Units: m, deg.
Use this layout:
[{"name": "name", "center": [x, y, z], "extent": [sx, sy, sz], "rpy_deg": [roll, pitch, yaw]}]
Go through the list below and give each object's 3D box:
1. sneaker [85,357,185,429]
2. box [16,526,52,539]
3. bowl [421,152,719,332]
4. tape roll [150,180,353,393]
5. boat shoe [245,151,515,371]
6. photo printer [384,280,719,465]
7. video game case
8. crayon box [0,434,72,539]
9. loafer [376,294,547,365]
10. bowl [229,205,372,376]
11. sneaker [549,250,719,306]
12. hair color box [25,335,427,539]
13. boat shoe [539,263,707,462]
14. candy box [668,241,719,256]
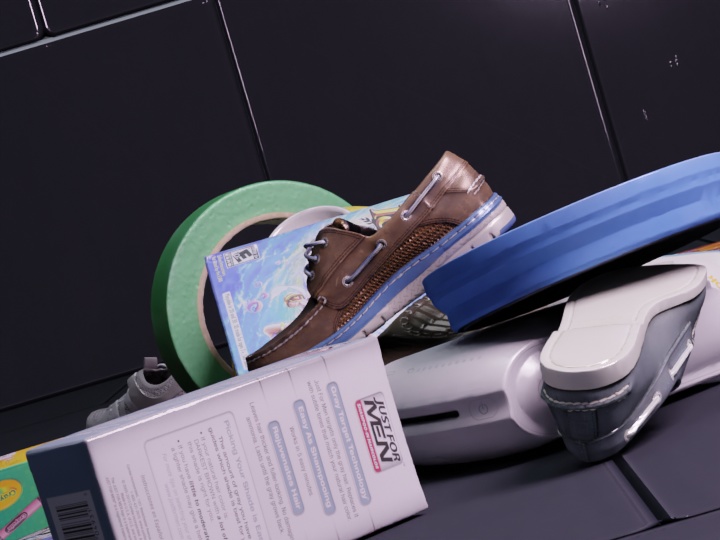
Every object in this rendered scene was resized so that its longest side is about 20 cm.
[{"name": "sneaker", "center": [-0.180, 0.116, 2.191], "extent": [0.075, 0.082, 0.200], "rpy_deg": [-18, 3, -41]}, {"name": "box", "center": [-0.160, 0.165, 1.364], "extent": [0.137, 0.040, 0.200], "rpy_deg": [-16, 2, 36]}, {"name": "bowl", "center": [0.135, -0.014, 1.482], "extent": [0.200, 0.039, 0.201], "rpy_deg": [-22, -6, -2]}, {"name": "tape roll", "center": [-0.068, 0.028, 1.998], "extent": [0.200, 0.201, 0.048], "rpy_deg": [-17, 1, -21]}, {"name": "boat shoe", "center": [0.000, 0.000, 1.573], "extent": [0.200, 0.072, 0.072], "rpy_deg": [-37, 2, 2]}, {"name": "photo printer", "center": [0.106, 0.065, 1.509], "extent": [0.200, 0.070, 0.166], "rpy_deg": [-18, 3, -35]}, {"name": "video game case", "center": [-0.003, 0.041, 1.728], "extent": [0.181, 0.046, 0.200], "rpy_deg": [-16, 44, -4]}, {"name": "crayon box", "center": [-0.188, 0.146, 1.795], "extent": [0.199, 0.058, 0.119], "rpy_deg": [-17, 2, -8]}, {"name": "loafer", "center": [0.045, 0.068, 1.614], "extent": [0.200, 0.068, 0.076], "rpy_deg": [-27, 30, -33]}, {"name": "bowl", "center": [-0.020, 0.016, 1.872], "extent": [0.200, 0.108, 0.200], "rpy_deg": [-13, 44, 13]}, {"name": "sneaker", "center": [0.184, 0.030, 1.753], "extent": [0.081, 0.077, 0.200], "rpy_deg": [-21, 3, -40]}, {"name": "hair color box", "center": [-0.066, 0.109, 1.283], "extent": [0.200, 0.099, 0.061], "rpy_deg": [-18, 2, -40]}, {"name": "boat shoe", "center": [0.151, 0.047, 1.393], "extent": [0.073, 0.062, 0.200], "rpy_deg": [-3, 18, 23]}, {"name": "candy box", "center": [0.216, 0.026, 1.889], "extent": [0.200, 0.057, 0.117], "rpy_deg": [-18, 3, 7]}]
